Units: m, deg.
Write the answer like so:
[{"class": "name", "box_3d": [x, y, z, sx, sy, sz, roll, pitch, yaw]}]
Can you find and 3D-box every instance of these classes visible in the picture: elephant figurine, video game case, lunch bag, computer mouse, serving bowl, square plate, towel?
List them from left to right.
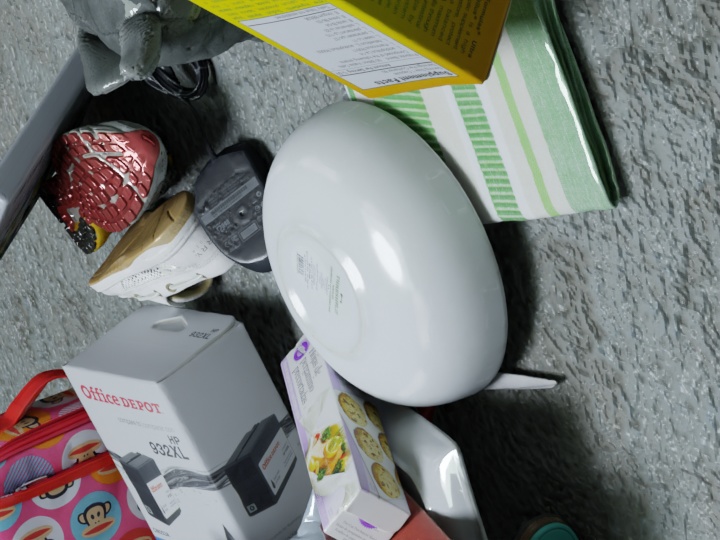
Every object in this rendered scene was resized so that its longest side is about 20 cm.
[{"class": "video game case", "box_3d": [-0.233, -0.078, 1.522, 0.022, 0.200, 0.182, 29, 144, -5]}, {"class": "lunch bag", "box_3d": [-0.210, 0.155, 1.627, 0.082, 0.200, 0.176, 22, 129, 53]}, {"class": "elephant figurine", "box_3d": [-0.150, -0.181, 1.356, 0.200, 0.155, 0.142, -3, 90, 45]}, {"class": "computer mouse", "box_3d": [-0.100, -0.086, 1.459, 0.059, 0.034, 0.200, -33, 74, 22]}, {"class": "serving bowl", "box_3d": [0.000, 0.000, 1.308, 0.200, 0.066, 0.200, 39, 144, 37]}, {"class": "square plate", "box_3d": [0.049, 0.184, 1.343, 0.198, 0.028, 0.200, -154, 48, -74]}, {"class": "towel", "box_3d": [0.060, -0.100, 1.233, 0.200, 0.023, 0.153, -7, 106, 55]}]

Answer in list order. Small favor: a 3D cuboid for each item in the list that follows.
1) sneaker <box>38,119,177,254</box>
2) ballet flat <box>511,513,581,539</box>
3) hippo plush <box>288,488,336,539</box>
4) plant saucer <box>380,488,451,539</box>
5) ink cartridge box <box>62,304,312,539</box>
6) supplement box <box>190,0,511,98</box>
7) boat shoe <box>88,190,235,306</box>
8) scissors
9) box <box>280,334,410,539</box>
[{"class": "sneaker", "box_3d": [-0.170, -0.074, 1.499, 0.078, 0.082, 0.200, 52, 161, -6]}, {"class": "ballet flat", "box_3d": [0.112, 0.236, 1.343, 0.068, 0.068, 0.200, 26, 132, 59]}, {"class": "hippo plush", "box_3d": [-0.068, 0.249, 1.416, 0.159, 0.161, 0.200, -88, -16, -55]}, {"class": "plant saucer", "box_3d": [0.040, 0.235, 1.301, 0.200, 0.037, 0.200, -141, 35, -70]}, {"class": "ink cartridge box", "box_3d": [-0.109, 0.134, 1.540, 0.145, 0.084, 0.200, 5, 126, 55]}, {"class": "supplement box", "box_3d": [-0.024, -0.182, 1.114, 0.109, 0.200, 0.110, 0, 68, 55]}, {"class": "boat shoe", "box_3d": [-0.140, -0.003, 1.542, 0.069, 0.071, 0.200, 37, 163, -13]}, {"class": "scissors", "box_3d": [0.055, 0.064, 1.353, 0.200, 0.014, 0.073, -29, 85, 59]}, {"class": "box", "box_3d": [-0.012, 0.103, 1.337, 0.039, 0.041, 0.200, -50, 24, 16]}]
